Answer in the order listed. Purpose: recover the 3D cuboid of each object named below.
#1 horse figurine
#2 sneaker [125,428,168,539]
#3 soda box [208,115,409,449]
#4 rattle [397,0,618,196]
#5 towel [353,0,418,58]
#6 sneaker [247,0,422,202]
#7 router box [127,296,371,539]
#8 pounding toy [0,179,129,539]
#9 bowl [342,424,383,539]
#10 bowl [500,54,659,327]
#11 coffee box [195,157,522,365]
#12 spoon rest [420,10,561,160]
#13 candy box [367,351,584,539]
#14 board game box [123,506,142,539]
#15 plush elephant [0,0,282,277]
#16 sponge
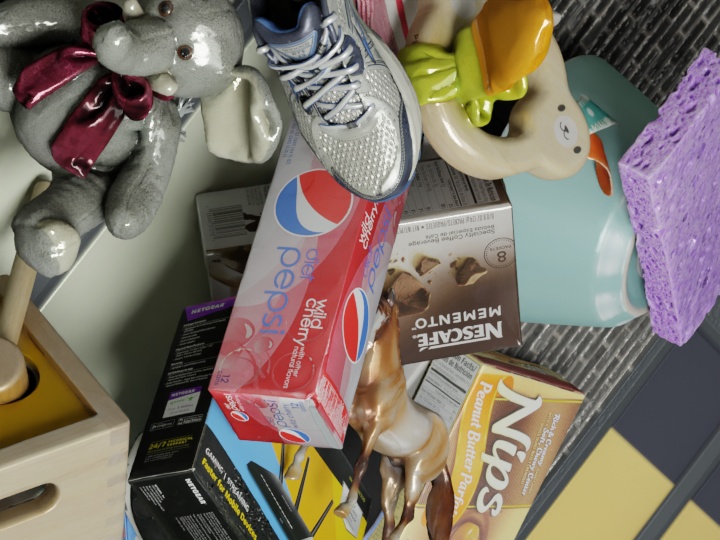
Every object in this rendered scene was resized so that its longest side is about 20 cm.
[{"bbox_3d":[0.018,0.117,1.469,0.200,0.050,0.133,53,51,-44],"label":"horse figurine"},{"bbox_3d":[-0.101,0.190,1.455,0.076,0.088,0.200,-14,119,-27],"label":"sneaker"},{"bbox_3d":[-0.028,0.005,1.364,0.063,0.070,0.200,66,33,-54],"label":"soda box"},{"bbox_3d":[0.132,-0.115,1.410,0.200,0.130,0.143,32,136,-29],"label":"rattle"},{"bbox_3d":[0.047,-0.197,1.444,0.200,0.023,0.144,-57,149,-37],"label":"towel"},{"bbox_3d":[-0.029,-0.128,1.312,0.077,0.085,0.200,-21,96,19],"label":"sneaker"},{"bbox_3d":[-0.065,0.137,1.424,0.149,0.051,0.200,-77,147,-45],"label":"router box"},{"bbox_3d":[-0.230,0.074,1.345,0.200,0.184,0.142,-19,135,-30],"label":"pounding toy"},{"bbox_3d":[-0.054,0.144,1.600,0.201,0.039,0.201,-18,123,-30],"label":"bowl"},{"bbox_3d":[0.171,-0.041,1.593,0.201,0.105,0.201,-39,141,-39],"label":"bowl"},{"bbox_3d":[0.000,0.000,1.487,0.200,0.080,0.113,-9,122,-4],"label":"coffee box"},{"bbox_3d":[0.069,-0.096,1.554,0.200,0.061,0.099,-65,166,11],"label":"spoon rest"},{"bbox_3d":[0.074,0.158,1.696,0.115,0.055,0.200,18,100,-42],"label":"candy box"},{"bbox_3d":[-0.097,0.210,1.548,0.151,0.037,0.200,-14,120,-27],"label":"board game box"},{"bbox_3d":[-0.133,-0.114,1.313,0.200,0.165,0.155,-21,165,-47],"label":"plush elephant"},{"bbox_3d":[0.226,-0.046,1.540,0.112,0.030,0.200,-53,150,-23],"label":"sponge"}]
